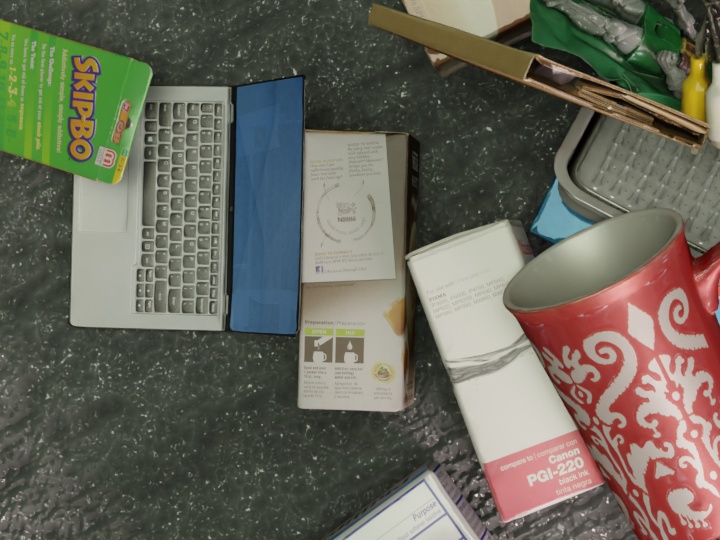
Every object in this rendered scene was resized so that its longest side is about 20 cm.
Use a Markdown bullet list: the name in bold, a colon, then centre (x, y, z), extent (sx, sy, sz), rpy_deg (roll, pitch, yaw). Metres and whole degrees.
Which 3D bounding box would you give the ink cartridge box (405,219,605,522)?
- **ink cartridge box**: centre (0.109, 0.068, 1.625), extent (0.084, 0.146, 0.202), rpy_deg (-22, 88, 8)

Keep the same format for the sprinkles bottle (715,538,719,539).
- **sprinkles bottle**: centre (0.336, 0.196, 1.639), extent (0.198, 0.068, 0.069), rpy_deg (-20, 88, 5)

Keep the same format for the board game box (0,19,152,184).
- **board game box**: centre (-0.253, -0.135, 1.704), extent (0.198, 0.030, 0.096), rpy_deg (18, 92, 22)

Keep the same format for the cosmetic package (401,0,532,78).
- **cosmetic package**: centre (0.124, -0.234, 1.656), extent (0.199, 0.087, 0.104), rpy_deg (-28, 86, 5)

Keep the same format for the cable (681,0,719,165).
- **cable**: centre (0.244, -0.163, 1.504), extent (0.097, 0.050, 0.201), rpy_deg (5, 127, 40)

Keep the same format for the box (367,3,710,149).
- **box**: centre (0.119, -0.135, 1.525), extent (0.162, 0.200, 0.021), rpy_deg (17, 97, -34)

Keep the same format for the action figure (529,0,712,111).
- **action figure**: centre (0.208, -0.161, 1.584), extent (0.199, 0.055, 0.119), rpy_deg (29, 51, -24)

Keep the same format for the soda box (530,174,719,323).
- **soda box**: centre (0.227, -0.013, 1.655), extent (0.199, 0.064, 0.068), rpy_deg (28, 93, 6)

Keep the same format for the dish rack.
- **dish rack**: centre (0.237, -0.082, 1.623), extent (0.171, 0.044, 0.201), rpy_deg (28, 53, 4)

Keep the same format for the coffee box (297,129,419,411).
- **coffee box**: centre (0.000, 0.000, 1.653), extent (0.079, 0.114, 0.202), rpy_deg (1, 90, 5)

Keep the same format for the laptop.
- **laptop**: centre (-0.132, -0.049, 1.665), extent (0.198, 0.116, 0.189), rpy_deg (2, 89, 7)

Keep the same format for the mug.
- **mug**: centre (0.211, 0.075, 1.500), extent (0.177, 0.133, 0.201), rpy_deg (-11, 112, 44)

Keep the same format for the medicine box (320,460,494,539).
- **medicine box**: centre (0.039, 0.274, 1.652), extent (0.182, 0.103, 0.201), rpy_deg (-36, 86, 4)
